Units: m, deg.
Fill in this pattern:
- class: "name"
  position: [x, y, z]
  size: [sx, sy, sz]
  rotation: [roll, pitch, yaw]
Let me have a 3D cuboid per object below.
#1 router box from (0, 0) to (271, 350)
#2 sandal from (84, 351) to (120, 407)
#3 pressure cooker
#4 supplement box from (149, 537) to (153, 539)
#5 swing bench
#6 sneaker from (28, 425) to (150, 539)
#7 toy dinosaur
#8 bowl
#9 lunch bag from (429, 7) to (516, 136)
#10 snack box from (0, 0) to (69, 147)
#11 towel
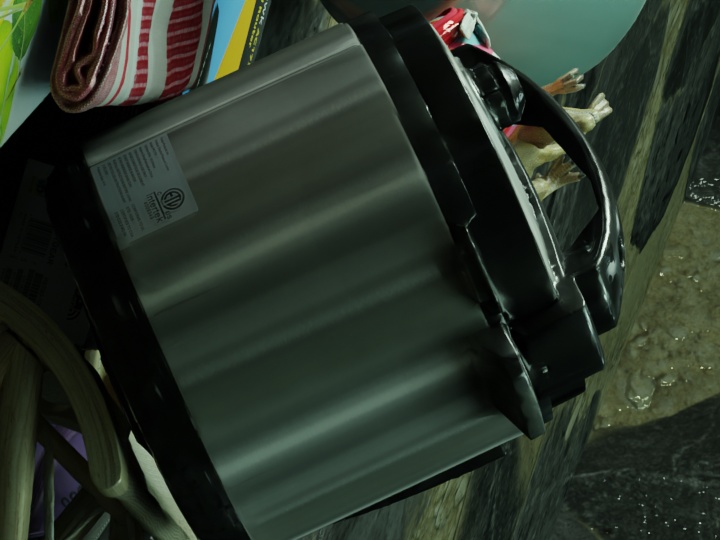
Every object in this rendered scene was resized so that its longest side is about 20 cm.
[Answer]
- class: "router box"
  position: [-0.092, -0.068, 1.189]
  size: [0.149, 0.051, 0.201]
  rotation: [3, 103, -80]
- class: "sandal"
  position: [-0.097, 0.078, 1.339]
  size: [0.078, 0.069, 0.213]
  rotation: [-46, 151, -65]
- class: "pressure cooker"
  position: [-0.001, -0.001, 1.044]
  size: [0.179, 0.199, 0.177]
  rotation: [95, -31, -86]
- class: "supplement box"
  position: [-0.099, 0.209, 1.346]
  size: [0.061, 0.109, 0.200]
  rotation: [-35, 159, -22]
- class: "swing bench"
  position: [-0.137, 0.123, 1.069]
  size: [0.199, 0.129, 0.201]
  rotation: [65, 45, -71]
- class: "sneaker"
  position: [-0.139, 0.167, 1.224]
  size: [0.076, 0.087, 0.201]
  rotation: [17, 91, -79]
- class: "toy dinosaur"
  position: [0.067, -0.045, 1.386]
  size: [0.101, 0.058, 0.200]
  rotation: [-41, 171, -40]
- class: "bowl"
  position: [0.044, -0.182, 1.395]
  size: [0.105, 0.200, 0.202]
  rotation: [-18, 127, -53]
- class: "lunch bag"
  position: [-0.001, -0.044, 1.342]
  size: [0.176, 0.082, 0.200]
  rotation: [-44, -176, -30]
- class: "snack box"
  position: [-0.120, -0.141, 0.916]
  size: [0.200, 0.067, 0.170]
  rotation: [-61, 164, -55]
- class: "towel"
  position: [-0.065, -0.129, 0.995]
  size: [0.200, 0.023, 0.145]
  rotation: [-33, 138, -81]
